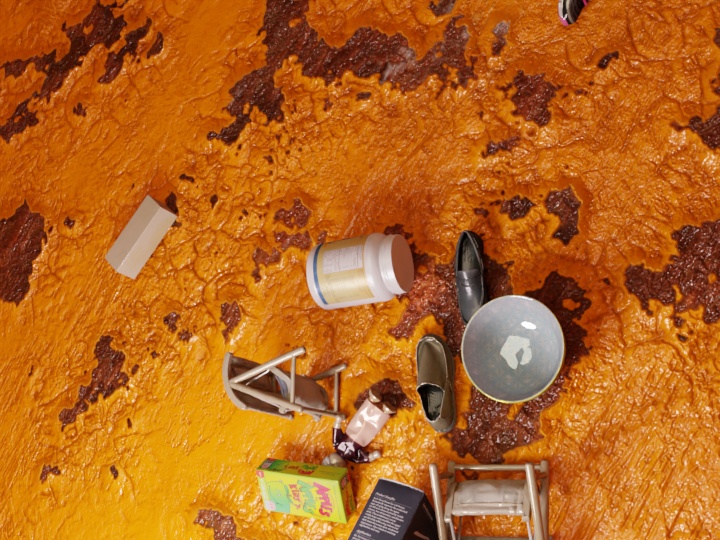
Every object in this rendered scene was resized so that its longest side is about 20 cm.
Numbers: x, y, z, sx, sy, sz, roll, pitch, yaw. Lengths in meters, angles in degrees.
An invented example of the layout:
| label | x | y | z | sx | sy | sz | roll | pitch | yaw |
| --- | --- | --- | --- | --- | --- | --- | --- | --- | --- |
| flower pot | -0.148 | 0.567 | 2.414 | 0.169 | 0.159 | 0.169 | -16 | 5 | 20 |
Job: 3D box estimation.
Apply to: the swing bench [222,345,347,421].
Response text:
| label | x | y | z | sx | sy | sz | roll | pitch | yaw |
| --- | --- | --- | --- | --- | --- | --- | --- | --- | --- |
| swing bench | -0.157 | 0.245 | 1.697 | 0.198 | 0.199 | 0.131 | -7 | 72 | 26 |

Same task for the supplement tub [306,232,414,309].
| label | x | y | z | sx | sy | sz | roll | pitch | yaw |
| --- | --- | --- | --- | --- | --- | --- | --- | --- | --- |
| supplement tub | 0.000 | 0.000 | 1.720 | 0.198 | 0.144 | 0.146 | -10 | 71 | 24 |

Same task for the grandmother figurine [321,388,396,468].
| label | x | y | z | sx | sy | sz | roll | pitch | yaw |
| --- | --- | --- | --- | --- | --- | --- | --- | --- | --- |
| grandmother figurine | -0.009 | 0.349 | 1.673 | 0.121 | 0.061 | 0.200 | 41 | 98 | 18 |

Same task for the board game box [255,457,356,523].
| label | x | y | z | sx | sy | sz | roll | pitch | yaw |
| --- | --- | --- | --- | --- | --- | --- | --- | --- | --- |
| board game box | -0.114 | 0.453 | 1.672 | 0.198 | 0.048 | 0.102 | 0 | 111 | 28 |

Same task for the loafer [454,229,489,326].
| label | x | y | z | sx | sy | sz | roll | pitch | yaw |
| --- | --- | --- | --- | --- | --- | --- | --- | --- | --- |
| loafer | 0.220 | 0.016 | 1.642 | 0.068 | 0.070 | 0.202 | -8 | 72 | 26 |

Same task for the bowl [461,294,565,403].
| label | x | y | z | sx | sy | sz | roll | pitch | yaw |
| --- | --- | --- | --- | --- | --- | --- | --- | --- | --- |
| bowl | 0.300 | 0.156 | 1.536 | 0.199 | 0.108 | 0.202 | -8 | 71 | 25 |

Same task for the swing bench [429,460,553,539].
| label | x | y | z | sx | sy | sz | roll | pitch | yaw |
| --- | --- | --- | --- | --- | --- | --- | --- | --- | --- |
| swing bench | 0.238 | 0.449 | 1.466 | 0.197 | 0.130 | 0.202 | -6 | 77 | 25 |

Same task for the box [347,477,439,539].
| label | x | y | z | sx | sy | sz | roll | pitch | yaw |
| --- | --- | --- | --- | --- | --- | --- | --- | --- | --- |
| box | 0.056 | 0.514 | 1.493 | 0.104 | 0.149 | 0.201 | 8 | 50 | 34 |

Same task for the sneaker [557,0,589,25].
| label | x | y | z | sx | sy | sz | roll | pitch | yaw |
| --- | --- | --- | --- | --- | --- | --- | --- | --- | --- |
| sneaker | 0.483 | -0.601 | 1.686 | 0.087 | 0.074 | 0.201 | 24 | 82 | 37 |

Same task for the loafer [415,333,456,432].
| label | x | y | z | sx | sy | sz | roll | pitch | yaw |
| --- | --- | --- | --- | --- | --- | --- | --- | --- | --- |
| loafer | 0.150 | 0.220 | 1.618 | 0.075 | 0.070 | 0.202 | -18 | 68 | 22 |

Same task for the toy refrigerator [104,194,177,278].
| label | x | y | z | sx | sy | sz | roll | pitch | yaw |
| --- | --- | --- | --- | --- | --- | --- | --- | --- | --- |
| toy refrigerator | -0.564 | -0.085 | 2.087 | 0.076 | 0.070 | 0.201 | 37 | 93 | 38 |
